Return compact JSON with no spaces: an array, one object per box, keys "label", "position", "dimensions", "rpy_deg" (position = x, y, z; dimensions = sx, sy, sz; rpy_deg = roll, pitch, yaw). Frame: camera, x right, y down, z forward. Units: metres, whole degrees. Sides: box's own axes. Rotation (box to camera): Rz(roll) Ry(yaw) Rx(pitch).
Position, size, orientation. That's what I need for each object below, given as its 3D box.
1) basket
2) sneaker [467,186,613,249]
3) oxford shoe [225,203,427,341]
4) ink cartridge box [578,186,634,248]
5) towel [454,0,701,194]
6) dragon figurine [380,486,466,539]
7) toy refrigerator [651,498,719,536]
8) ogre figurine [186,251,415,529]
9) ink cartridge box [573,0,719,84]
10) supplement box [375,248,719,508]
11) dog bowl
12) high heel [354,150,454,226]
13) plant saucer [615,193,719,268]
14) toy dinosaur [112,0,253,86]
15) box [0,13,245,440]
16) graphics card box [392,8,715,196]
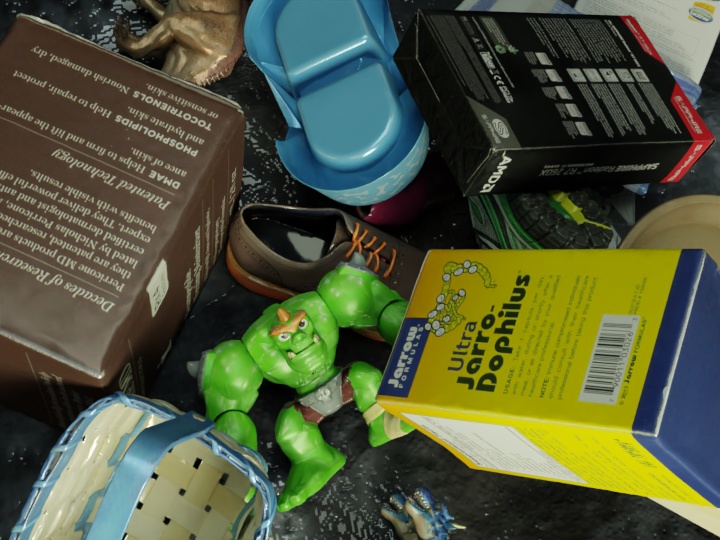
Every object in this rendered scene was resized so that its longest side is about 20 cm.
[{"label":"basket","position":[-0.127,0.155,0.668],"dimensions":[0.138,0.200,0.178],"rpy_deg":[28,97,8]},{"label":"sneaker","position":[0.099,-0.046,0.846],"dimensions":[0.077,0.086,0.201],"rpy_deg":[3,36,-24]},{"label":"oxford shoe","position":[0.000,0.000,0.848],"dimensions":[0.198,0.073,0.072],"rpy_deg":[12,65,-2]},{"label":"ink cartridge box","position":[0.153,0.010,0.885],"dimensions":[0.098,0.039,0.202],"rpy_deg":[8,66,-5]},{"label":"towel","position":[0.156,-0.151,0.903],"dimensions":[0.199,0.024,0.147],"rpy_deg":[35,49,8]},{"label":"dragon figurine","position":[0.047,0.238,0.755],"dimensions":[0.099,0.059,0.201],"rpy_deg":[-21,69,-16]},{"label":"toy refrigerator","position":[0.242,0.128,0.789],"dimensions":[0.199,0.070,0.077],"rpy_deg":[30,73,-15]},{"label":"ogre figurine","position":[-0.031,0.076,0.798],"dimensions":[0.199,0.098,0.121],"rpy_deg":[-33,91,10]},{"label":"ink cartridge box","position":[0.234,-0.201,0.990],"dimensions":[0.118,0.042,0.201],"rpy_deg":[25,68,5]},{"label":"supplement box","position":[0.126,0.059,0.706],"dimensions":[0.109,0.199,0.110],"rpy_deg":[38,65,-39]},{"label":"dog bowl","position":[-0.013,-0.135,0.857],"dimensions":[0.111,0.050,0.202],"rpy_deg":[-23,63,9]},{"label":"high heel","position":[-0.005,-0.125,0.892],"dimensions":[0.096,0.067,0.201],"rpy_deg":[-16,68,-49]},{"label":"plant saucer","position":[0.251,0.046,0.857],"dimensions":[0.198,0.029,0.203],"rpy_deg":[4,80,-21]},{"label":"toy dinosaur","position":[-0.113,-0.194,0.919],"dimensions":[0.134,0.086,0.202],"rpy_deg":[17,70,-8]},{"label":"box","position":[-0.190,-0.020,0.780],"dimensions":[0.163,0.166,0.201],"rpy_deg":[23,65,2]},{"label":"graphics card box","position":[0.133,-0.117,0.812],"dimensions":[0.198,0.051,0.126],"rpy_deg":[-6,58,-33]}]
